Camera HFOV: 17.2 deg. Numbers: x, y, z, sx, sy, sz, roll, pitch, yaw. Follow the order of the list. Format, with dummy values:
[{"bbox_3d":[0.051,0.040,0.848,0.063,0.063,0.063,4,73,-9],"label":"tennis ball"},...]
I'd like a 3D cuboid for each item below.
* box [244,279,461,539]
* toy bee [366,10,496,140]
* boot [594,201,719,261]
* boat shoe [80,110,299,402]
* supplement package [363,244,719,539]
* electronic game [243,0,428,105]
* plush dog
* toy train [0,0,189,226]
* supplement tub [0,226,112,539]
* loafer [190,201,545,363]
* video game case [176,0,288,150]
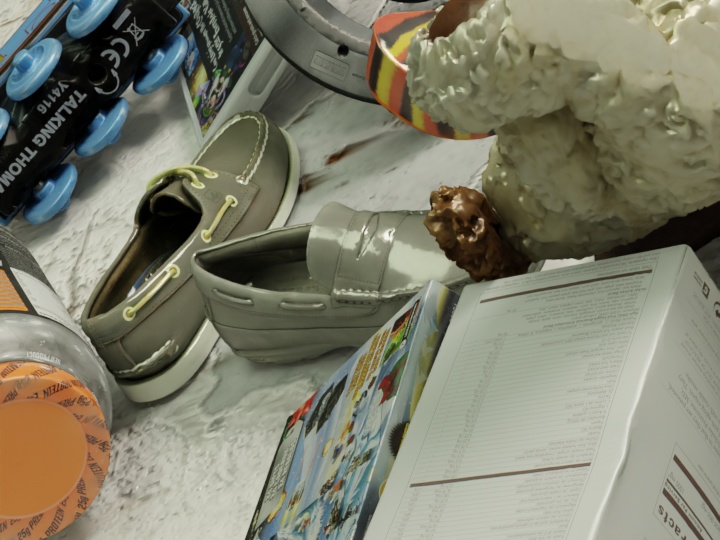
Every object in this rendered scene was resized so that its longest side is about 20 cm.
[{"bbox_3d":[-0.011,0.116,1.026,0.137,0.040,0.200,-44,20,45],"label":"box"},{"bbox_3d":[0.110,-0.100,1.173,0.200,0.131,0.109,-25,57,0],"label":"toy bee"},{"bbox_3d":[0.176,-0.039,1.044,0.166,0.072,0.200,-45,17,17],"label":"boot"},{"bbox_3d":[-0.093,-0.021,1.314,0.072,0.060,0.202,-10,41,37],"label":"boat shoe"},{"bbox_3d":[0.081,0.105,0.931,0.114,0.110,0.200,-11,40,36],"label":"supplement package"},{"bbox_3d":[0.028,-0.186,1.320,0.200,0.200,0.042,-44,-12,-10],"label":"electronic game"},{"bbox_3d":[0.114,-0.065,0.984,0.200,0.161,0.172,-39,-3,-25],"label":"plush dog"},{"bbox_3d":[-0.192,-0.115,1.494,0.200,0.087,0.114,-50,28,-2],"label":"toy train"},{"bbox_3d":[-0.205,0.057,1.266,0.122,0.123,0.200,-39,31,-2],"label":"supplement tub"},{"bbox_3d":[0.000,0.000,1.185,0.200,0.070,0.070,-14,39,33],"label":"loafer"},{"bbox_3d":[-0.060,-0.186,1.460,0.182,0.023,0.200,-56,27,20],"label":"video game case"}]
